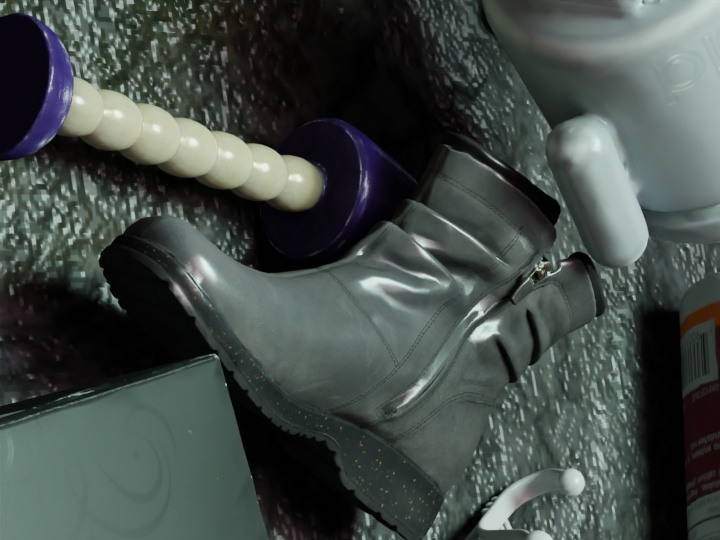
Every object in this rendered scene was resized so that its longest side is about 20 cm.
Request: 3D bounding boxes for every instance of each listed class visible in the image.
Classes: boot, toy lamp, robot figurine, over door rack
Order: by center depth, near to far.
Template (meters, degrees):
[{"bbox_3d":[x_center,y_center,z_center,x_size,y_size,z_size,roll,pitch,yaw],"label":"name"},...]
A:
[{"bbox_3d":[0.000,0.000,1.042,0.132,0.070,0.200,-53,139,-6],"label":"boot"},{"bbox_3d":[-0.053,-0.041,1.045,0.200,0.058,0.059,17,67,-47],"label":"toy lamp"},{"bbox_3d":[0.116,-0.086,1.082,0.170,0.113,0.200,-60,142,-19],"label":"robot figurine"},{"bbox_3d":[0.060,0.181,1.103,0.200,0.066,0.148,-36,106,-48],"label":"over door rack"}]

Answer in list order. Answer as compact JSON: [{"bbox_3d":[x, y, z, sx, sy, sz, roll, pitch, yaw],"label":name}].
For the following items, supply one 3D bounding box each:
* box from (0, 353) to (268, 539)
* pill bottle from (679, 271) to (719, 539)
[{"bbox_3d":[-0.104,0.144,0.857,0.124,0.148,0.201,-17,92,-51],"label":"box"},{"bbox_3d":[0.197,0.104,1.248,0.114,0.114,0.201,16,67,-46],"label":"pill bottle"}]
